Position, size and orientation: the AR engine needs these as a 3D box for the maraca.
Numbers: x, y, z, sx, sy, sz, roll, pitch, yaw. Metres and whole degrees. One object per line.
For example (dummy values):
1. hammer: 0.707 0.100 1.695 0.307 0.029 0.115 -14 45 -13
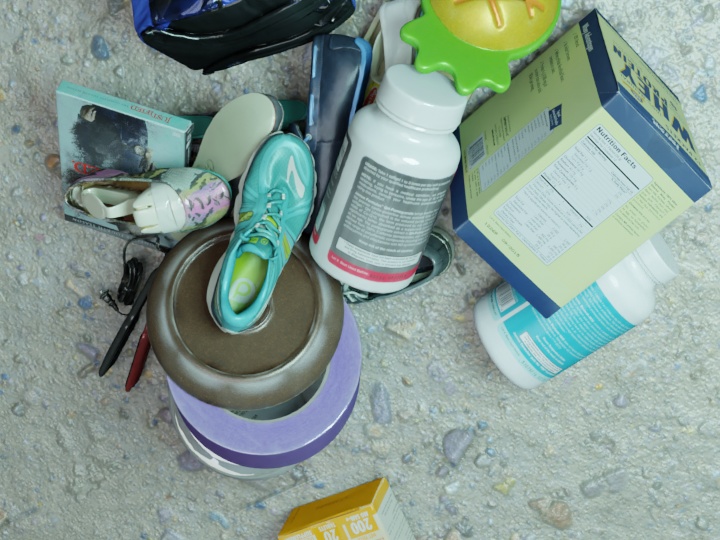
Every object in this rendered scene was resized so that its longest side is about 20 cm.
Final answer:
1. maraca: 0.116 -0.248 1.462 0.136 0.201 0.107 27 149 6

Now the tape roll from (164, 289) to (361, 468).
1. tape roll: -0.097 0.095 1.567 0.198 0.085 0.202 0 74 -1

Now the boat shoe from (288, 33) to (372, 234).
1. boat shoe: -0.040 -0.138 1.537 0.068 0.084 0.202 15 99 5

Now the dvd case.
1. dvd case: -0.248 -0.103 1.624 0.145 0.022 0.201 18 142 6

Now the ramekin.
1. ramekin: -0.119 0.137 1.685 0.200 0.094 0.204 4 109 11

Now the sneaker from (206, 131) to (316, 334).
1. sneaker: -0.090 -0.034 1.470 0.077 0.080 0.202 17 88 -7

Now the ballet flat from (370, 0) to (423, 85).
1. ballet flat: 0.039 -0.175 1.538 0.069 0.069 0.202 7 106 11

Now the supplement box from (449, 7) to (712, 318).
1. supplement box: 0.200 -0.104 1.460 0.199 0.201 0.134 -40 113 22

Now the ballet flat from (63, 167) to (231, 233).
1. ballet flat: -0.221 -0.068 1.551 0.199 0.071 0.070 6 114 36

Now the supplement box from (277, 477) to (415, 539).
1. supplement box: 0.008 0.351 1.738 0.125 0.074 0.201 -22 102 19

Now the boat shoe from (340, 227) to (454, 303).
1. boat shoe: 0.000 0.000 1.628 0.198 0.062 0.073 -12 109 18

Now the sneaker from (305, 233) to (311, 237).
1. sneaker: -0.112 -0.037 1.636 0.199 0.075 0.081 -28 100 21

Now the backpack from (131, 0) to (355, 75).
1. backpack: -0.113 -0.298 1.502 0.198 0.162 0.170 -11 86 18

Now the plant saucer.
1. plant saucer: -0.114 0.037 1.525 0.198 0.032 0.202 1 73 -2

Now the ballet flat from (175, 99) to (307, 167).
1. ballet flat: -0.138 -0.136 1.622 0.198 0.072 0.073 -5 107 15

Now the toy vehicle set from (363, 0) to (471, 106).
1. toy vehicle set: 0.035 -0.163 1.585 0.124 0.027 0.201 30 112 2

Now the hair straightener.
1. hair straightener: -0.258 0.039 1.703 0.076 0.041 0.201 25 122 4

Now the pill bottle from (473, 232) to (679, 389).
1. pill bottle: 0.221 0.028 1.560 0.199 0.111 0.111 -34 98 21

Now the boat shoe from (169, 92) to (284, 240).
1. boat shoe: -0.128 -0.104 1.560 0.200 0.062 0.071 -52 56 35

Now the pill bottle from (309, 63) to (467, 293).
1. pill bottle: 0.030 -0.089 1.460 0.110 0.111 0.201 23 120 4
